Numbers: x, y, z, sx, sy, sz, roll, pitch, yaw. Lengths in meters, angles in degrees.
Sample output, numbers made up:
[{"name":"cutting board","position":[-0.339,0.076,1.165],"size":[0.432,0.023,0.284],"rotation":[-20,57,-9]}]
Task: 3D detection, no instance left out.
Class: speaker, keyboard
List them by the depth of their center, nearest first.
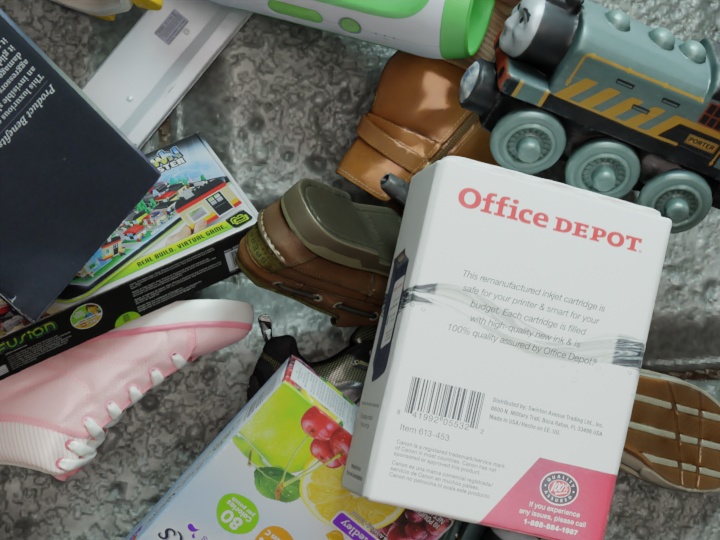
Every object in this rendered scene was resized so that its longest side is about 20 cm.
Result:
[{"name":"speaker","position":[-0.015,-0.196,0.941],"size":[0.200,0.088,0.089],"rotation":[16,85,13]},{"name":"keyboard","position":[-0.123,-0.161,0.997],"size":[0.056,0.011,0.200],"rotation":[38,82,-1]}]

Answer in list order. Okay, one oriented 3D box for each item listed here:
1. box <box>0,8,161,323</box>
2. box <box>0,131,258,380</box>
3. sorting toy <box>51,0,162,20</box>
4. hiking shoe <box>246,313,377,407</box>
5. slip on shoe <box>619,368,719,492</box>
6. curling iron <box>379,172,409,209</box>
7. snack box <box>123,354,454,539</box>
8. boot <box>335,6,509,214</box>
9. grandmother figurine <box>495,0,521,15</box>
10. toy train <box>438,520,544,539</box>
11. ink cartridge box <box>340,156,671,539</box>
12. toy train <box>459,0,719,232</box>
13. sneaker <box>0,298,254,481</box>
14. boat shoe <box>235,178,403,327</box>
[{"name":"box","position":[-0.252,-0.100,0.840],"size":[0.123,0.200,0.198],"rotation":[-49,132,-9]},{"name":"box","position":[-0.169,-0.010,0.928],"size":[0.200,0.110,0.035],"rotation":[-25,136,-14]},{"name":"sorting toy","position":[-0.148,-0.260,0.916],"size":[0.107,0.200,0.180],"rotation":[30,83,-26]},{"name":"hiking shoe","position":[0.022,0.083,0.977],"size":[0.200,0.076,0.101],"rotation":[9,90,-8]},{"name":"slip on shoe","position":[0.176,0.101,1.013],"size":[0.200,0.061,0.076],"rotation":[18,86,-27]},{"name":"curling iron","position":[0.091,-0.005,0.986],"size":[0.200,0.050,0.026],"rotation":[39,87,-20]},{"name":"snack box","position":[-0.056,0.174,0.935],"size":[0.142,0.053,0.200],"rotation":[41,105,-8]},{"name":"boot","position":[0.096,-0.078,0.999],"size":[0.200,0.077,0.155],"rotation":[33,90,-17]},{"name":"grandmother figurine","position":[0.113,-0.210,0.940],"size":[0.061,0.200,0.121],"rotation":[-26,92,-10]},{"name":"toy train","position":[0.065,0.238,0.947],"size":[0.085,0.114,0.200],"rotation":[25,98,-9]},{"name":"ink cartridge box","position":[0.084,0.049,0.864],"size":[0.145,0.084,0.200],"rotation":[14,85,-9]},{"name":"toy train","position":[0.165,-0.103,0.910],"size":[0.200,0.085,0.114],"rotation":[21,127,-13]},{"name":"sneaker","position":[-0.162,0.078,0.946],"size":[0.200,0.075,0.105],"rotation":[-9,85,-2]},{"name":"boat shoe","position":[0.000,0.000,0.945],"size":[0.068,0.072,0.200],"rotation":[-38,140,22]}]
